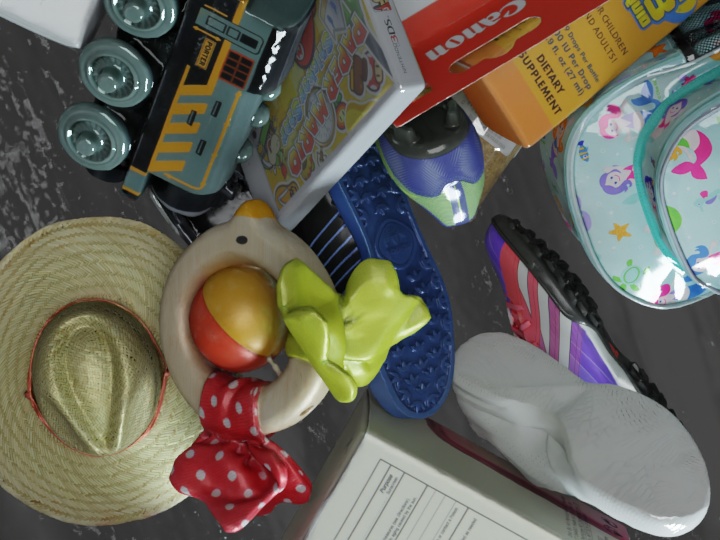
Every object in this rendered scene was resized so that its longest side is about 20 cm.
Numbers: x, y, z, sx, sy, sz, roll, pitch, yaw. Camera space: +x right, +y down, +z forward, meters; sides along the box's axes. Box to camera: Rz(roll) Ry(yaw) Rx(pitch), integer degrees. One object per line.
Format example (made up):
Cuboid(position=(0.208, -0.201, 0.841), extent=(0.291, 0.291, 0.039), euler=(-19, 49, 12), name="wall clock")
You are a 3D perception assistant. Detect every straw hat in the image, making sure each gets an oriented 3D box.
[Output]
Cuboid(position=(-0.168, 0.069, 1.443), extent=(0.199, 0.085, 0.203), euler=(0, 94, -4), name="straw hat")

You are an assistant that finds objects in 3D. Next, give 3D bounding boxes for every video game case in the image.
Cuboid(position=(-0.041, -0.143, 1.365), extent=(0.023, 0.200, 0.183), euler=(-11, 72, -31), name="video game case")

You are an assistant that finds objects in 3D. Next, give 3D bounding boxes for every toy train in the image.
Cuboid(position=(-0.103, -0.117, 1.342), extent=(0.113, 0.085, 0.201), euler=(27, 131, 2), name="toy train")

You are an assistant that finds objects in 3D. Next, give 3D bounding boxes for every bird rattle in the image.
Cuboid(position=(-0.058, 0.052, 1.394), extent=(0.163, 0.112, 0.200), euler=(55, 128, 21), name="bird rattle")

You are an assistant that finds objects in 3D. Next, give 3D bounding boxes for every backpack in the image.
Cuboid(position=(0.218, -0.072, 1.426), extent=(0.199, 0.151, 0.178), euler=(-20, 118, 3), name="backpack")

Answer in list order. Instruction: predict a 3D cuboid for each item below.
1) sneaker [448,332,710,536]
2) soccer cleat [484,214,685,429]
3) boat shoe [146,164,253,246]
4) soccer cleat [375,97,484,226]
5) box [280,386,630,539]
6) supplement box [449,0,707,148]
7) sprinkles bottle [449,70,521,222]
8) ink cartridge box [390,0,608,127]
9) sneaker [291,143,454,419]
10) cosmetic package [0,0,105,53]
Cuboid(position=(0.139, 0.116, 1.421), extent=(0.075, 0.200, 0.089), euler=(-34, 137, -25), name="sneaker")
Cuboid(position=(0.131, 0.057, 1.476), extent=(0.073, 0.068, 0.201), euler=(-35, 94, 13), name="soccer cleat")
Cuboid(position=(-0.103, -0.057, 1.448), extent=(0.071, 0.068, 0.201), euler=(-29, 95, -1), name="boat shoe")
Cuboid(position=(0.027, -0.094, 1.404), extent=(0.064, 0.200, 0.084), euler=(-20, 122, -3), name="soccer cleat")
Cuboid(position=(0.059, 0.184, 1.446), extent=(0.199, 0.109, 0.128), euler=(29, 102, -5), name="box")
Cuboid(position=(0.148, -0.165, 1.391), extent=(0.200, 0.069, 0.067), euler=(-41, 118, -9), name="supplement box")
Cuboid(position=(0.097, -0.130, 1.456), extent=(0.068, 0.068, 0.201), euler=(34, 91, -5), name="sprinkles bottle")
Cuboid(position=(0.044, -0.180, 1.383), extent=(0.162, 0.200, 0.057), euler=(-32, 119, -5), name="ink cartridge box")
Cuboid(position=(0.000, 0.000, 1.447), extent=(0.070, 0.078, 0.202), euler=(-12, 85, -35), name="sneaker")
Cuboid(position=(-0.222, -0.249, 1.379), extent=(0.199, 0.166, 0.168), euler=(25, 92, -6), name="cosmetic package")
